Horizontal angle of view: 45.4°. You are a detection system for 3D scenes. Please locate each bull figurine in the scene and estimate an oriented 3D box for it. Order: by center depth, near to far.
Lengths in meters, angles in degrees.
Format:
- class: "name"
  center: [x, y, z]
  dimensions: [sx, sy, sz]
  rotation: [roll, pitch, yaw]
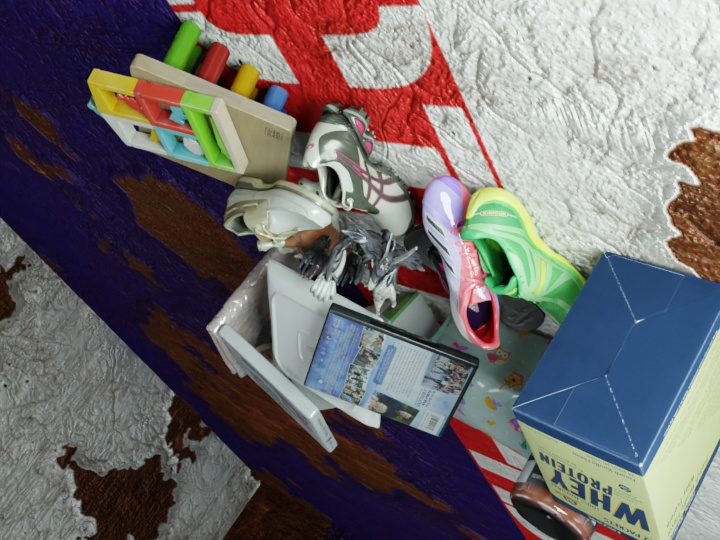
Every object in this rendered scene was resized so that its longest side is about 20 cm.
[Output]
- class: "bull figurine"
  center: [-0.072, -0.048, 1.175]
  dimensions: [0.119, 0.066, 0.201]
  rotation: [-14, 149, 8]

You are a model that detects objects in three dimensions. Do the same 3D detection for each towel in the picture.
- class: "towel"
  center: [-0.159, 0.059, 1.383]
  dimensions: [0.032, 0.201, 0.192]
  rotation: [29, 158, 19]

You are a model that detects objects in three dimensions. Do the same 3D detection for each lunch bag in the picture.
- class: "lunch bag"
  center: [0.187, 0.163, 1.164]
  dimensions: [0.168, 0.122, 0.202]
  rotation: [21, 147, 33]

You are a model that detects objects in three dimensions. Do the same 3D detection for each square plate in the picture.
- class: "square plate"
  center: [-0.054, 0.106, 1.165]
  dimensions: [0.198, 0.028, 0.201]
  rotation: [27, 134, 29]

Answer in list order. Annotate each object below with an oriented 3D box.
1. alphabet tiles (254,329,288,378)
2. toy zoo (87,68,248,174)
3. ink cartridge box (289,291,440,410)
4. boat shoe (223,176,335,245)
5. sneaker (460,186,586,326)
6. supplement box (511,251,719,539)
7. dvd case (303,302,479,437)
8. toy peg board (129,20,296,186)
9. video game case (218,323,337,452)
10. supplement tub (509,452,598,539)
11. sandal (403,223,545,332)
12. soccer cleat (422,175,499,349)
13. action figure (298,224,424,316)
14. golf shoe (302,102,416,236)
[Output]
- class: "alphabet tiles"
  center: [-0.081, 0.121, 1.434]
  dimensions: [0.197, 0.196, 0.015]
  rotation: [79, 170, -60]
- class: "toy zoo"
  center: [-0.239, -0.178, 1.023]
  dimensions: [0.196, 0.021, 0.132]
  rotation: [15, 157, 13]
- class: "ink cartridge box"
  center: [0.004, 0.122, 1.260]
  dimensions: [0.198, 0.145, 0.085]
  rotation: [-20, 108, 50]
- class: "boat shoe"
  center: [-0.102, -0.065, 1.043]
  dimensions: [0.074, 0.069, 0.199]
  rotation: [35, 167, -33]
- class: "sneaker"
  center: [0.172, 0.003, 0.921]
  dimensions: [0.200, 0.084, 0.074]
  rotation: [45, 156, -19]
- class: "supplement box"
  center: [0.274, 0.133, 0.859]
  dimensions: [0.133, 0.201, 0.201]
  rotation: [20, 154, 38]
- class: "dvd case"
  center: [0.036, 0.129, 1.089]
  dimensions: [0.196, 0.018, 0.144]
  rotation: [21, 128, 0]
- class: "toy peg board"
  center: [-0.168, -0.201, 1.067]
  dimensions: [0.196, 0.099, 0.200]
  rotation: [21, 158, -2]
- class: "video game case"
  center: [-0.122, 0.181, 1.304]
  dimensions: [0.199, 0.024, 0.183]
  rotation: [39, 164, 23]
- class: "supplement tub"
  center: [0.267, 0.217, 1.034]
  dimensions: [0.106, 0.201, 0.107]
  rotation: [29, 157, 14]
- class: "sandal"
  center: [0.135, 0.014, 1.028]
  dimensions: [0.199, 0.045, 0.075]
  rotation: [37, 140, -4]
- class: "soccer cleat"
  center: [0.118, -0.007, 0.947]
  dimensions: [0.077, 0.066, 0.203]
  rotation: [-126, 18, -62]
- class: "action figure"
  center: [0.000, 0.000, 1.036]
  dimensions: [0.117, 0.104, 0.199]
  rotation: [19, 173, -21]
- class: "golf shoe"
  center: [-0.005, -0.097, 0.994]
  dimensions: [0.076, 0.089, 0.201]
  rotation: [13, 150, 43]
